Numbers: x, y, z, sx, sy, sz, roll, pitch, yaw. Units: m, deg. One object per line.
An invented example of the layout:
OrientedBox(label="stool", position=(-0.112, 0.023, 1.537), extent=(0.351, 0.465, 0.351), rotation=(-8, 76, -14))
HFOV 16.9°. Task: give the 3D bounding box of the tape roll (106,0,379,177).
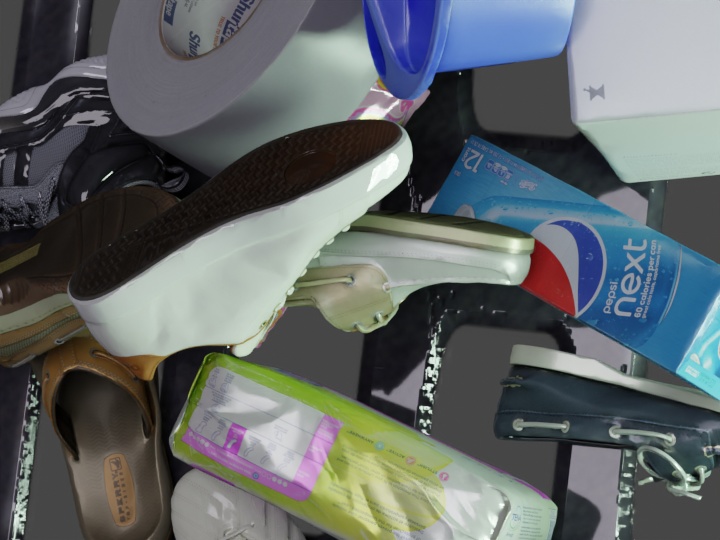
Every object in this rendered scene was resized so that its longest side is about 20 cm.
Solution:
OrientedBox(label="tape roll", position=(-0.058, -0.153, 1.397), extent=(0.200, 0.066, 0.201), rotation=(-29, 46, 35))

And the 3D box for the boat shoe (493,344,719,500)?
OrientedBox(label="boat shoe", position=(0.170, 0.092, 1.360), extent=(0.199, 0.075, 0.062), rotation=(15, 86, 17))

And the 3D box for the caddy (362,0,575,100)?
OrientedBox(label="caddy", position=(0.042, -0.189, 1.254), extent=(0.104, 0.141, 0.201), rotation=(-1, 91, -17))

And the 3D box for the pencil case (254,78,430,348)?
OrientedBox(label="pencil case", position=(-0.044, -0.051, 1.429), extent=(0.087, 0.087, 0.200), rotation=(35, 94, 16))

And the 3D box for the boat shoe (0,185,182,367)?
OrientedBox(label="boat shoe", position=(-0.157, 0.010, 1.400), extent=(0.199, 0.076, 0.072), rotation=(-18, 41, 41))

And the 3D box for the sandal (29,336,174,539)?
OrientedBox(label="sandal", position=(-0.161, 0.080, 1.460), extent=(0.080, 0.054, 0.201), rotation=(-19, 74, 12))

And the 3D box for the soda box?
OrientedBox(label="soda box", position=(0.131, -0.003, 1.350), extent=(0.200, 0.068, 0.064), rotation=(30, 92, 39))

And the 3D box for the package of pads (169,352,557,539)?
OrientedBox(label="package of pads", position=(0.004, 0.115, 1.360), extent=(0.199, 0.154, 0.068), rotation=(24, 90, 16))

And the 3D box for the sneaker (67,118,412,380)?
OrientedBox(label="sneaker", position=(-0.053, -0.010, 1.304), extent=(0.199, 0.073, 0.085), rotation=(-28, 122, 4))

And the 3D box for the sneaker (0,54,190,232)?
OrientedBox(label="sneaker", position=(-0.198, -0.040, 1.464), extent=(0.200, 0.075, 0.114), rotation=(-32, 61, 6))

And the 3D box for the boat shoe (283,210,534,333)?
OrientedBox(label="boat shoe", position=(0.000, 0.000, 1.347), extent=(0.199, 0.075, 0.069), rotation=(4, 93, 21))

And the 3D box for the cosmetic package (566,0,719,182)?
OrientedBox(label="cosmetic package", position=(0.180, -0.165, 1.322), extent=(0.122, 0.200, 0.200), rotation=(-5, 83, 14))

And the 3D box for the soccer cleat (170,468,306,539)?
OrientedBox(label="soccer cleat", position=(-0.052, 0.199, 1.406), extent=(0.069, 0.078, 0.201), rotation=(-33, 76, 9))
